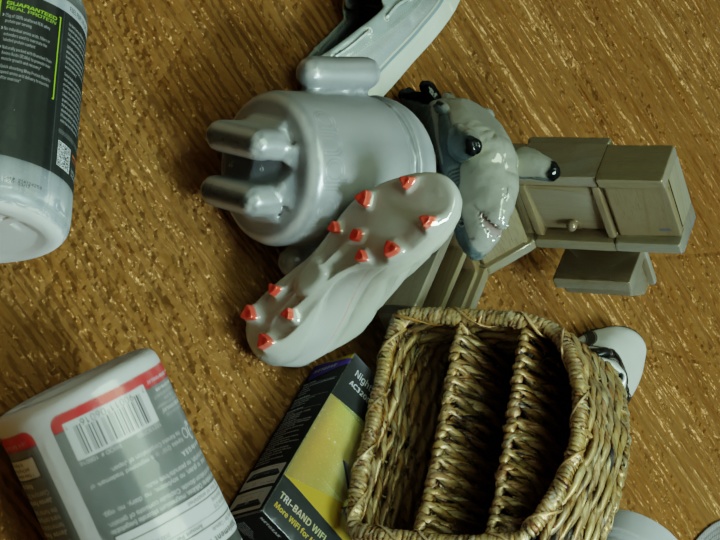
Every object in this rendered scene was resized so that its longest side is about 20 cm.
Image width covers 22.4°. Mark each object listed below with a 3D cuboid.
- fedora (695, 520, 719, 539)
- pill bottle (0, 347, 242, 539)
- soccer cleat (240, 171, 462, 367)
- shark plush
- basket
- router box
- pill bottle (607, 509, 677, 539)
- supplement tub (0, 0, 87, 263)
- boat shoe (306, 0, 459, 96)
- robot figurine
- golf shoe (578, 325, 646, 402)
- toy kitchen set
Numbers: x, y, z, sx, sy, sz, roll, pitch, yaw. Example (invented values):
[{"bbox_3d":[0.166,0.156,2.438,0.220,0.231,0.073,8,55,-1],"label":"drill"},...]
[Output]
[{"bbox_3d":[0.379,0.313,1.608,0.176,0.090,0.201,-20,90,-45],"label":"fedora"},{"bbox_3d":[-0.142,0.162,1.166,0.114,0.114,0.201,-28,96,-44],"label":"pill bottle"},{"bbox_3d":[0.000,0.000,1.309,0.077,0.200,0.070,22,35,-52],"label":"soccer cleat"},{"bbox_3d":[0.064,-0.093,1.420,0.090,0.084,0.200,7,30,-42],"label":"shark plush"},{"bbox_3d":[0.097,0.125,1.306,0.149,0.142,0.201,38,50,-29],"label":"basket"},{"bbox_3d":[0.010,0.187,1.339,0.200,0.052,0.158,48,49,-20],"label":"router box"},{"bbox_3d":[0.177,0.286,1.415,0.116,0.115,0.200,53,48,-15],"label":"pill bottle"},{"bbox_3d":[-0.239,-0.116,1.166,0.122,0.122,0.201,19,64,-37],"label":"supplement tub"},{"bbox_3d":[0.018,-0.205,1.469,0.072,0.070,0.201,53,51,-23],"label":"boat shoe"},{"bbox_3d":[-0.024,-0.075,1.356,0.199,0.113,0.171,-3,107,-43],"label":"robot figurine"},{"bbox_3d":[0.201,0.097,1.519,0.200,0.094,0.078,-32,97,-45],"label":"golf shoe"},{"bbox_3d":[0.151,0.016,1.441,0.181,0.199,0.164,-65,144,-35],"label":"toy kitchen set"}]
